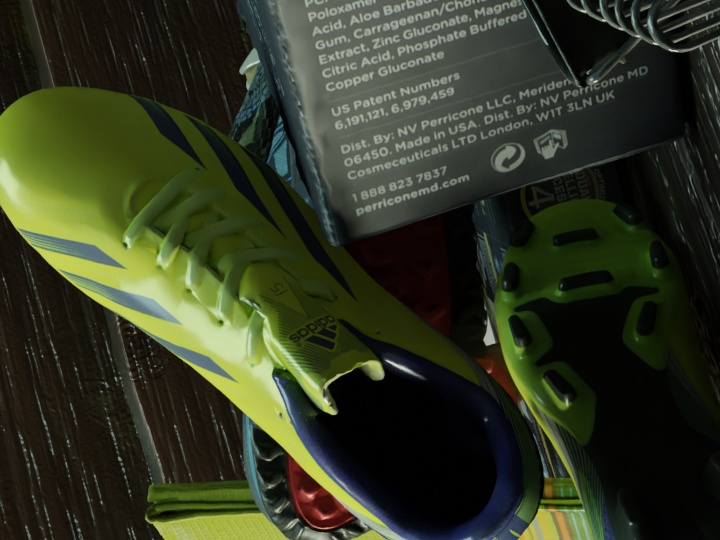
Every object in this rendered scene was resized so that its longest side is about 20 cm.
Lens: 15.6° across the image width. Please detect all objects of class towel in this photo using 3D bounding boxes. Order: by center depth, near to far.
[{"bbox_3d":[0.030,0.100,0.923,0.086,0.200,0.018,67,-154,-54],"label":"towel"}]

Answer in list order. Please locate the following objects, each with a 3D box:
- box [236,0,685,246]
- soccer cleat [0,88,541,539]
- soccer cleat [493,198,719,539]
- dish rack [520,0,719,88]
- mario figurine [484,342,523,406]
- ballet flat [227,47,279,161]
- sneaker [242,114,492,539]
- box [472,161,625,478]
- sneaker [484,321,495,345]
[{"bbox_3d":[0.004,-0.152,0.779,0.197,0.117,0.200,-111,4,-49],"label":"box"},{"bbox_3d":[-0.026,0.012,0.784,0.200,0.065,0.084,40,179,-3],"label":"soccer cleat"},{"bbox_3d":[0.090,0.058,0.838,0.200,0.065,0.084,-110,2,-45],"label":"soccer cleat"},{"bbox_3d":[0.048,-0.111,0.555,0.153,0.055,0.200,60,179,-12],"label":"dish rack"},{"bbox_3d":[0.034,0.041,0.997,0.123,0.106,0.200,33,-171,-4],"label":"mario figurine"},{"bbox_3d":[-0.028,-0.061,1.057,0.074,0.074,0.200,79,-150,-57],"label":"ballet flat"},{"bbox_3d":[0.000,0.000,0.898,0.096,0.079,0.200,139,143,-69],"label":"sneaker"},{"bbox_3d":[0.071,-0.005,0.998,0.161,0.049,0.200,-116,10,-82],"label":"box"},{"bbox_3d":[0.031,0.003,1.128,0.075,0.115,0.200,-113,8,-64],"label":"sneaker"}]
